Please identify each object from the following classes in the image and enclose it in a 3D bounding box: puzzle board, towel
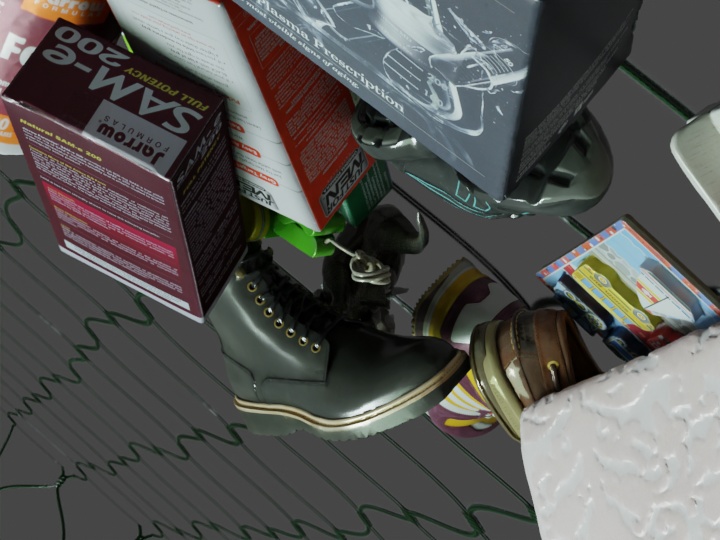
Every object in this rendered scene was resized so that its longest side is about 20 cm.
[{"bbox_3d":[0.195,0.056,1.069,0.200,0.017,0.151,42,164,-2],"label":"puzzle board"},{"bbox_3d":[0.174,0.139,1.012,0.200,0.032,0.192,-30,68,48],"label":"towel"}]

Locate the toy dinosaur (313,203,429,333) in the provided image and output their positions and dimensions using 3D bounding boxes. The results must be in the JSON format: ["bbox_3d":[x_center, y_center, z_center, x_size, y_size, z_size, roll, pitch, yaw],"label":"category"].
[{"bbox_3d":[0.000,0.000,1.254,0.077,0.103,0.200,11,145,-1],"label":"toy dinosaur"}]

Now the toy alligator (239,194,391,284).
[{"bbox_3d":[-0.045,-0.045,1.162,0.200,0.059,0.055,24,115,47],"label":"toy alligator"}]

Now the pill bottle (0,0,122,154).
[{"bbox_3d":[-0.181,-0.171,1.063,0.114,0.114,0.200,40,131,6],"label":"pill bottle"}]

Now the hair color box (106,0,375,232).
[{"bbox_3d":[-0.068,-0.115,1.017,0.101,0.061,0.200,26,157,28],"label":"hair color box"}]

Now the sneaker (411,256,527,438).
[{"bbox_3d":[0.089,0.076,1.259,0.090,0.075,0.200,39,165,27],"label":"sneaker"}]

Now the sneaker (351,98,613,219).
[{"bbox_3d":[0.076,-0.064,0.978,0.079,0.076,0.200,36,175,-33],"label":"sneaker"}]

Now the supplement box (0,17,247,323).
[{"bbox_3d":[-0.129,-0.052,1.071,0.108,0.061,0.200,27,160,11],"label":"supplement box"}]

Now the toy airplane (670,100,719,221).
[{"bbox_3d":[0.208,0.002,0.748,0.200,0.140,0.200,-103,-1,-45],"label":"toy airplane"}]

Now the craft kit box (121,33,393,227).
[{"bbox_3d":[-0.079,-0.138,1.166,0.197,0.049,0.200,37,163,27],"label":"craft kit box"}]

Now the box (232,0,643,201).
[{"bbox_3d":[0.020,-0.157,0.785,0.200,0.104,0.182,38,162,14],"label":"box"}]

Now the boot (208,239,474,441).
[{"bbox_3d":[-0.035,0.031,1.167,0.199,0.077,0.139,-12,112,43],"label":"boot"}]

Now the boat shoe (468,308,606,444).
[{"bbox_3d":[0.143,0.101,1.154,0.067,0.072,0.200,-23,122,25],"label":"boat shoe"}]
